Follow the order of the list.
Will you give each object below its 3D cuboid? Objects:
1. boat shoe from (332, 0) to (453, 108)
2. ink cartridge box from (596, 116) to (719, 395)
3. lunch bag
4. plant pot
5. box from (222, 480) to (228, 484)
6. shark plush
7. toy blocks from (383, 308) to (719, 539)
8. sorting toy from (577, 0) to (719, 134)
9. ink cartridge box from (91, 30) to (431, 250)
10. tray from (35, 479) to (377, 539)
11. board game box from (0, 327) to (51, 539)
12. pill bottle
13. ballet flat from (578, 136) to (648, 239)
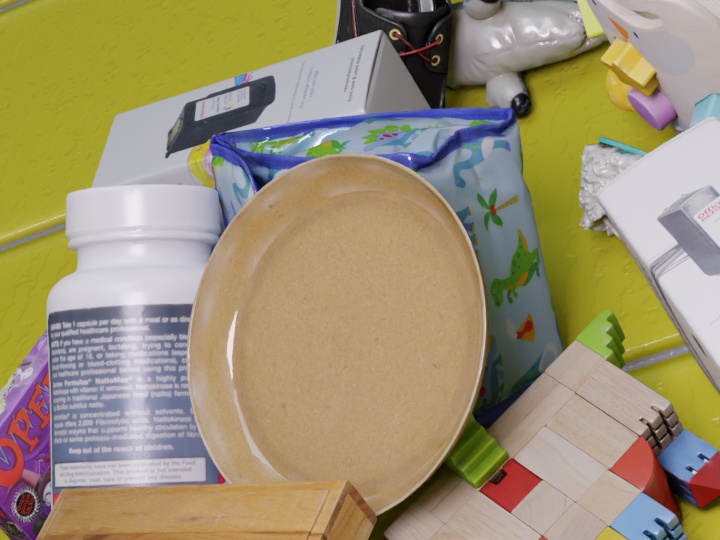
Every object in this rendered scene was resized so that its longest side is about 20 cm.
[{"bbox_3d":[0.023,-0.155,1.719,0.074,0.202,0.063,-1,-5,-20],"label":"boat shoe"},{"bbox_3d":[0.214,0.032,1.355,0.085,0.146,0.200,-32,34,4],"label":"ink cartridge box"},{"bbox_3d":[0.000,0.000,1.527,0.200,0.170,0.127,3,19,44],"label":"lunch bag"},{"bbox_3d":[-0.009,0.038,1.411,0.200,0.027,0.200,-9,76,37],"label":"plant pot"},{"bbox_3d":[-0.043,0.209,1.395,0.100,0.096,0.200,-39,35,-6],"label":"box"},{"bbox_3d":[0.085,-0.152,1.788,0.083,0.091,0.200,-28,9,-30],"label":"shark plush"},{"bbox_3d":[0.114,0.131,1.381,0.200,0.100,0.137,-44,47,-14],"label":"toy blocks"},{"bbox_3d":[0.178,-0.146,1.536,0.107,0.180,0.200,-49,52,4],"label":"sorting toy"},{"bbox_3d":[-0.046,-0.047,1.664,0.200,0.146,0.083,-16,38,25],"label":"ink cartridge box"},{"bbox_3d":[-0.096,0.159,1.382,0.200,0.037,0.099,-6,44,38],"label":"tray"},{"bbox_3d":[-0.158,0.083,1.620,0.032,0.120,0.200,-1,46,47],"label":"board game box"},{"bbox_3d":[-0.124,0.054,1.545,0.119,0.120,0.200,-5,85,35],"label":"pill bottle"},{"bbox_3d":[0.200,-0.029,1.527,0.072,0.072,0.200,-47,35,-19],"label":"ballet flat"}]
